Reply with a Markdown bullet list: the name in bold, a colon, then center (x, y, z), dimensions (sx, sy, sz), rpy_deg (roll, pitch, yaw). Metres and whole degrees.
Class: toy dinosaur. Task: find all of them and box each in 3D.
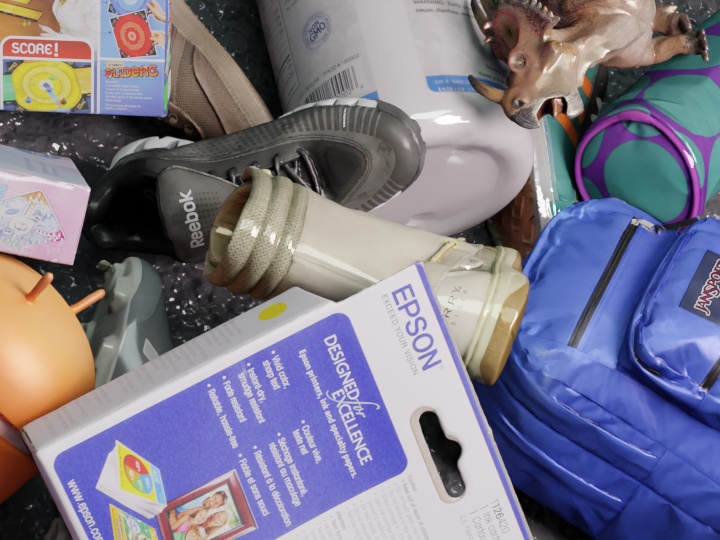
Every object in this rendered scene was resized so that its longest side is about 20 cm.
- **toy dinosaur**: center (0.115, -0.144, 1.458), dimensions (0.135, 0.200, 0.086), rpy_deg (-12, 103, -1)

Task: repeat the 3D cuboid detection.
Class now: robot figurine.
- **robot figurine**: center (-0.210, 0.069, 1.280), dimensions (0.144, 0.200, 0.117), rpy_deg (46, 8, -32)

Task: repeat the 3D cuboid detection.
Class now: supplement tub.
- **supplement tub**: center (0.014, -0.127, 1.494), dimensions (0.131, 0.132, 0.201), rpy_deg (-2, 60, -19)

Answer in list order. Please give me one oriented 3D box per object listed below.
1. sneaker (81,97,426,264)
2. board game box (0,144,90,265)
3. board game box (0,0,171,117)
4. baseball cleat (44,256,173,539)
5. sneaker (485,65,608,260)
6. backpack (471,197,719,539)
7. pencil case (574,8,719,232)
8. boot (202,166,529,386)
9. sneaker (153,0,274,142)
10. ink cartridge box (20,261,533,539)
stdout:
- **sneaker**: center (-0.062, -0.040, 1.386), dimensions (0.090, 0.199, 0.067), rpy_deg (-43, 121, -57)
- **board game box**: center (-0.240, -0.051, 1.336), dimensions (0.198, 0.200, 0.044), rpy_deg (11, 94, -9)
- **board game box**: center (-0.200, -0.154, 1.417), dimensions (0.199, 0.136, 0.034), rpy_deg (3, 22, -1)
- **baseball cleat**: center (-0.105, 0.092, 1.366), dimensions (0.106, 0.070, 0.201), rpy_deg (20, 58, -21)
- **sneaker**: center (0.111, -0.089, 1.536), dimensions (0.080, 0.071, 0.201), rpy_deg (4, 63, -22)
- **backpack**: center (0.163, 0.052, 1.407), dimensions (0.200, 0.168, 0.163), rpy_deg (29, 48, 4)
- **pencil case**: center (0.201, -0.089, 1.531), dimensions (0.085, 0.093, 0.200), rpy_deg (14, 33, 30)
- **boot**: center (0.000, 0.000, 1.338), dimensions (0.154, 0.200, 0.072), rpy_deg (20, 92, -3)
- **sneaker**: center (-0.116, -0.113, 1.495), dimensions (0.075, 0.070, 0.200), rpy_deg (-36, 77, -3)
- **ink cartridge box**: center (-0.033, 0.113, 1.266), dimensions (0.200, 0.198, 0.047), rpy_deg (-27, 27, -10)
